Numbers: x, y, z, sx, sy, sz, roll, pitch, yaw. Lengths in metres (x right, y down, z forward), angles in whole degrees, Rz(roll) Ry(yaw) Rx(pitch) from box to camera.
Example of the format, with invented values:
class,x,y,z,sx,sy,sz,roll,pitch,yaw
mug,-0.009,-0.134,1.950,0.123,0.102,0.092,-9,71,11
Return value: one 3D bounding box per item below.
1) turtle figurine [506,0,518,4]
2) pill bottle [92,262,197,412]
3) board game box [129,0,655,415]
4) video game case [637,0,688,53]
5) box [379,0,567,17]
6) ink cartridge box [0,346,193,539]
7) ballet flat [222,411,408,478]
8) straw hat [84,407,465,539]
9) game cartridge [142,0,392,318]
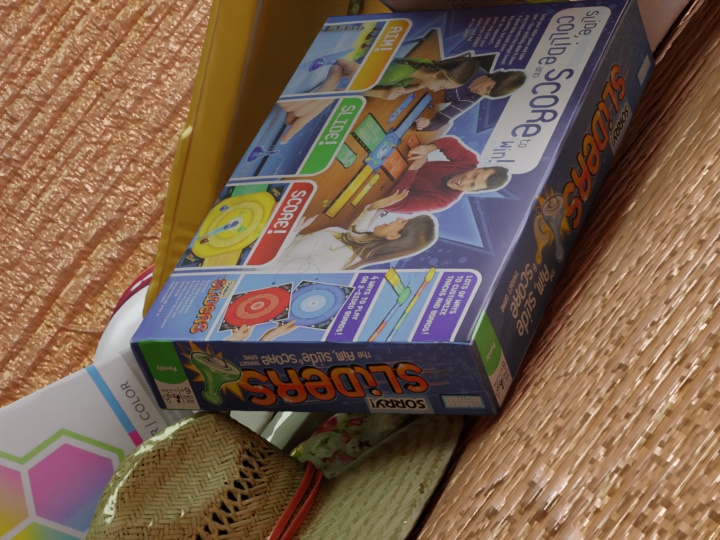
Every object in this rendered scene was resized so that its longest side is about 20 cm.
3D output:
class,x,y,z,sx,sy,sz,roll,pitch,yaw
turtle figurine,0.120,-0.201,1.009,0.194,0.200,0.144,-25,-29,17
pill bottle,-0.079,0.052,1.324,0.113,0.113,0.200,-52,6,3
board game box,0.016,-0.027,0.956,0.135,0.035,0.200,0,40,28
video game case,0.076,-0.054,1.182,0.200,0.023,0.182,-54,5,-24
box,0.013,-0.158,1.064,0.048,0.200,0.122,-34,50,20
ink cartridge box,-0.148,0.120,1.055,0.200,0.104,0.059,-25,-20,-25
ballet flat,0.002,0.022,1.017,0.076,0.064,0.200,41,102,44
straw hat,-0.057,0.102,0.930,0.201,0.085,0.201,-52,5,6
game cartridge,-0.025,-0.073,1.149,0.176,0.032,0.201,2,-75,-65
